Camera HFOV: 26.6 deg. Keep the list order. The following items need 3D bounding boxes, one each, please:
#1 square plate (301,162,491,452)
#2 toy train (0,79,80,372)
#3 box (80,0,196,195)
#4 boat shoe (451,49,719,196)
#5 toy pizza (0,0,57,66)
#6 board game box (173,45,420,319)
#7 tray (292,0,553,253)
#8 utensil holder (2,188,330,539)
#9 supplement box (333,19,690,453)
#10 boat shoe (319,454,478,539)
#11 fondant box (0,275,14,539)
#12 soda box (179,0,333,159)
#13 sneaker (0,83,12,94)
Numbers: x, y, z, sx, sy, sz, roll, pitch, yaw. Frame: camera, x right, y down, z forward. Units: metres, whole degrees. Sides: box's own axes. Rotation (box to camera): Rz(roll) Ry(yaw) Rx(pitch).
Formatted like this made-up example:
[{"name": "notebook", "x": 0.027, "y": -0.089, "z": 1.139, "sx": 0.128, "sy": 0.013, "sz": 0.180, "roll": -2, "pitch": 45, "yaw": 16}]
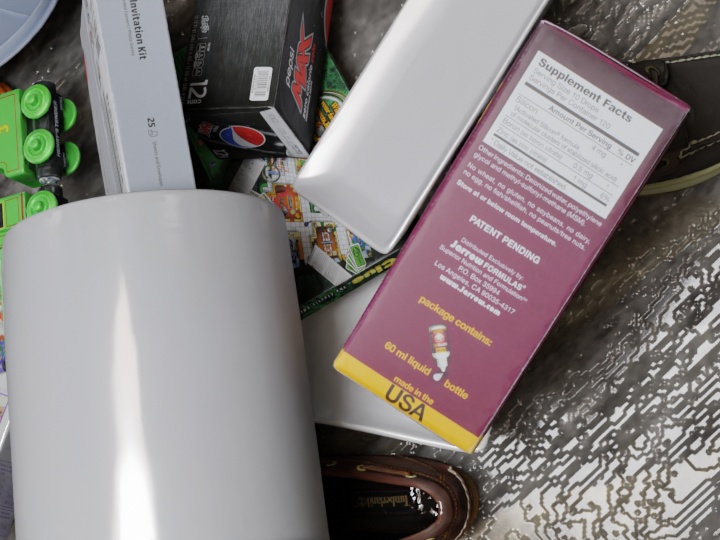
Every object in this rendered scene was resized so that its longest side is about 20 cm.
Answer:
[{"name": "square plate", "x": 0.000, "y": 0.000, "z": 0.911, "sx": 0.198, "sy": 0.028, "sz": 0.200, "roll": 8, "pitch": 72, "yaw": 18}, {"name": "toy train", "x": -0.201, "y": -0.022, "z": 0.939, "sx": 0.056, "sy": 0.042, "sz": 0.202, "roll": -14, "pitch": 71, "yaw": 21}, {"name": "box", "x": -0.135, "y": -0.096, "z": 0.899, "sx": 0.041, "sy": 0.200, "sz": 0.157, "roll": -9, "pitch": 82, "yaw": -13}, {"name": "boat shoe", "x": 0.146, "y": -0.080, "z": 0.854, "sx": 0.199, "sy": 0.066, "sz": 0.072, "roll": -17, "pitch": 72, "yaw": 6}, {"name": "toy pizza", "x": -0.285, "y": -0.176, "z": 1.001, "sx": 0.199, "sy": 0.032, "sz": 0.201, "roll": -6, "pitch": 54, "yaw": 9}, {"name": "board game box", "x": -0.044, "y": -0.073, "z": 0.923, "sx": 0.104, "sy": 0.023, "sz": 0.201, "roll": -30, "pitch": 64, "yaw": 7}, {"name": "tray", "x": 0.045, "y": -0.109, "z": 0.854, "sx": 0.201, "sy": 0.022, "sz": 0.107, "roll": -57, "pitch": 39, "yaw": 3}, {"name": "utensil holder", "x": -0.106, "y": 0.075, "z": 0.815, "sx": 0.169, "sy": 0.170, "sz": 0.202, "roll": -12, "pitch": 76, "yaw": 18}, {"name": "supplement box", "x": 0.077, "y": -0.021, "z": 0.782, "sx": 0.085, "sy": 0.110, "sz": 0.201, "roll": 31, "pitch": 100, "yaw": 2}, {"name": "boat shoe", "x": -0.031, "y": 0.143, "z": 0.915, "sx": 0.199, "sy": 0.070, "sz": 0.071, "roll": -11, "pitch": 87, "yaw": 19}, {"name": "fondant box", "x": -0.263, "y": 0.056, "z": 0.986, "sx": 0.143, "sy": 0.058, "sz": 0.201, "roll": 17, "pitch": 82, "yaw": 19}, {"name": "soda box", "x": -0.055, "y": -0.170, "z": 0.913, "sx": 0.063, "sy": 0.071, "sz": 0.202, "roll": 1, "pitch": 69, "yaw": 19}, {"name": "sneaker", "x": -0.331, "y": -0.109, "z": 1.026, "sx": 0.198, "sy": 0.078, "sz": 0.076, "roll": -2, "pitch": 85, "yaw": 19}]
